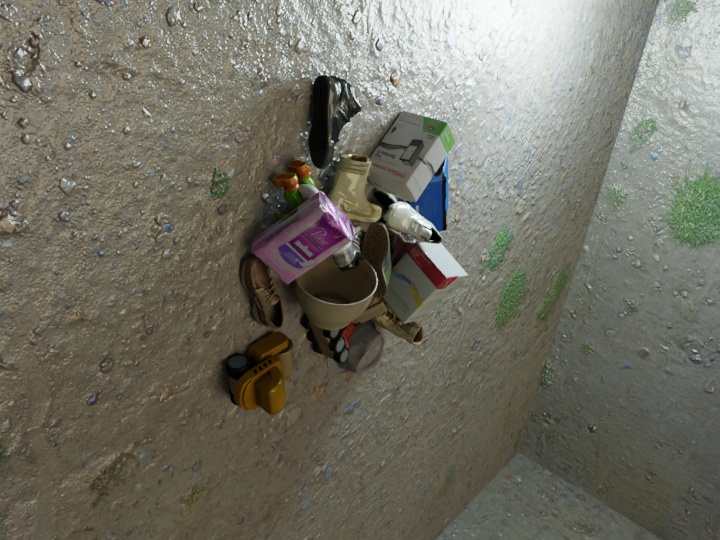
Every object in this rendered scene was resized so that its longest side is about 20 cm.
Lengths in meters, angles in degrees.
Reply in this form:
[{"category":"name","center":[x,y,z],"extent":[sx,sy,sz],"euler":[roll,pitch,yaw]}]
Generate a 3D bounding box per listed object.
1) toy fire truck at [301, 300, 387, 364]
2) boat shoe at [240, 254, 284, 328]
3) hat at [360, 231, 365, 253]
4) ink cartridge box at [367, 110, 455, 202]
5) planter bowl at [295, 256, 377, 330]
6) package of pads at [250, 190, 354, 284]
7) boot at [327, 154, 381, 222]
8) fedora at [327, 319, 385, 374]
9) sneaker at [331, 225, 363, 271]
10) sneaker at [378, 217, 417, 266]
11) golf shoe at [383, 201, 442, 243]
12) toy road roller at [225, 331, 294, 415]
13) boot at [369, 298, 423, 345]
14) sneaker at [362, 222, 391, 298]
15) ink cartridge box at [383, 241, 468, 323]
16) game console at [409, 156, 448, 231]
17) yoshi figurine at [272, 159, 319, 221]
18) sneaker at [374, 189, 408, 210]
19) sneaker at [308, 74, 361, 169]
[{"category":"toy fire truck","center":[-0.037,0.131,1.603],"extent":[0.200,0.128,0.176],"euler":[-52,145,-29]},{"category":"boat shoe","center":[-0.212,0.051,1.343],"extent":[0.076,0.072,0.200],"euler":[-40,137,-31]},{"category":"hat","center":[0.000,0.000,1.594],"extent":[0.200,0.081,0.201],"euler":[-34,138,-38]},{"category":"ink cartridge box","center":[0.123,-0.292,1.506],"extent":[0.200,0.145,0.084],"euler":[-56,146,-12]},{"category":"planter bowl","center":[-0.067,0.060,1.454],"extent":[0.200,0.200,0.135],"euler":[-32,147,-39]},{"category":"package of pads","center":[-0.124,-0.066,1.274],"extent":[0.200,0.076,0.121],"euler":[-32,126,19]},{"category":"boot","center":[-0.001,-0.202,1.453],"extent":[0.200,0.073,0.156],"euler":[-1,113,-49]},{"category":"fedora","center":[0.003,0.239,1.749],"extent":[0.200,0.090,0.177],"euler":[-38,139,-33]},{"category":"sneaker","center":[-0.030,-0.051,1.437],"extent":[0.200,0.074,0.088],"euler":[-65,137,-71]},{"category":"sneaker","center":[0.086,-0.066,1.679],"extent":[0.116,0.076,0.200],"euler":[-54,140,7]},{"category":"golf shoe","center":[0.147,-0.122,1.569],"extent":[0.200,0.097,0.078],"euler":[18,102,-48]},{"category":"toy road roller","center":[-0.216,0.255,1.412],"extent":[0.200,0.146,0.123],"euler":[-31,135,-39]},{"category":"boot","center":[0.104,0.148,1.767],"extent":[0.073,0.155,0.200],"euler":[-53,145,-14]},{"category":"sneaker","center":[0.045,-0.037,1.523],"extent":[0.090,0.067,0.201],"euler":[-70,160,-66]},{"category":"ink cartridge box","center":[0.176,0.033,1.724],"extent":[0.200,0.145,0.145],"euler":[-50,158,26]},{"category":"game console","center":[0.208,-0.221,1.787],"extent":[0.170,0.118,0.200],"euler":[-16,131,-10]},{"category":"yoshi figurine","center":[-0.132,-0.141,1.328],"extent":[0.112,0.112,0.200],"euler":[-20,124,3]},{"category":"sneaker","center":[0.114,-0.190,1.632],"extent":[0.088,0.076,0.200],"euler":[-60,147,-16]},{"category":"sneaker","center":[-0.053,-0.324,1.306],"extent":[0.114,0.076,0.200],"euler":[-12,116,-42]}]
